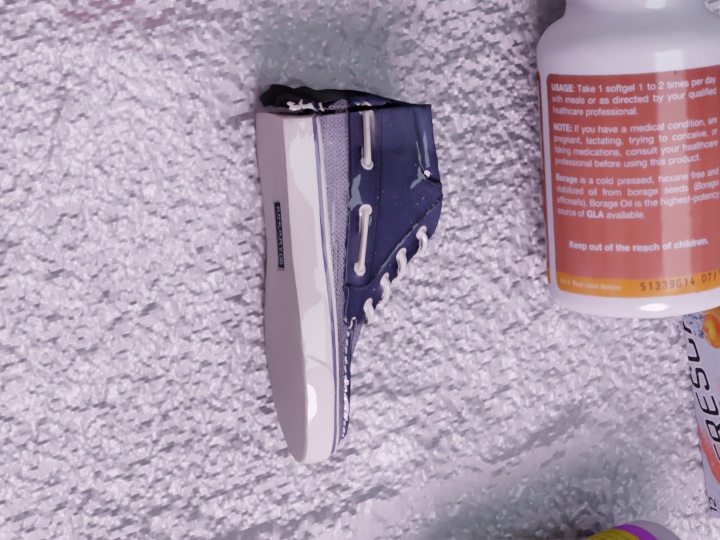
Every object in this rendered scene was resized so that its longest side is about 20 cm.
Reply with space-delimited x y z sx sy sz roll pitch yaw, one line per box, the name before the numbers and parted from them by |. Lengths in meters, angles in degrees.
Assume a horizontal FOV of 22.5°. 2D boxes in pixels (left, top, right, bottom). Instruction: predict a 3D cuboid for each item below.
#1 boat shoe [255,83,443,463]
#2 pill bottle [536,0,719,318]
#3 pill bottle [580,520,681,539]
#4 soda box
boat shoe | 0.000 0.000 0.960 0.092 0.075 0.201 -6 101 -20
pill bottle | 0.156 -0.082 1.010 0.112 0.112 0.201 -10 104 -26
pill bottle | 0.101 0.220 1.037 0.199 0.104 0.105 -15 105 -25
soda box | 0.246 0.058 1.110 0.068 0.064 0.201 -17 106 -25
